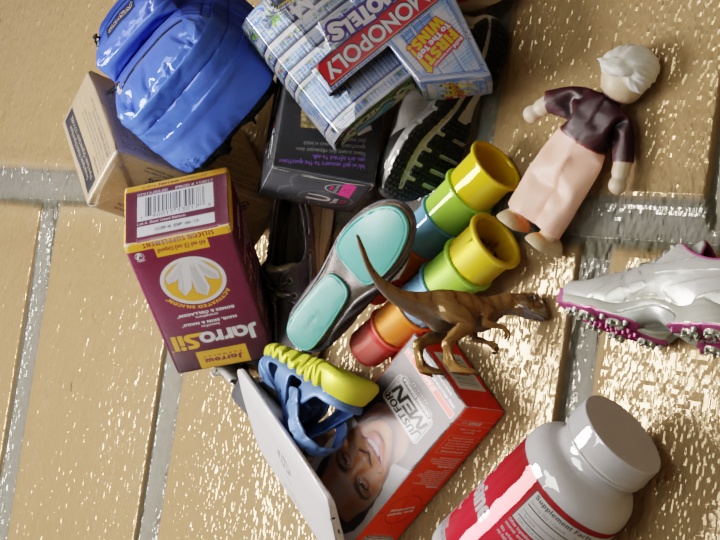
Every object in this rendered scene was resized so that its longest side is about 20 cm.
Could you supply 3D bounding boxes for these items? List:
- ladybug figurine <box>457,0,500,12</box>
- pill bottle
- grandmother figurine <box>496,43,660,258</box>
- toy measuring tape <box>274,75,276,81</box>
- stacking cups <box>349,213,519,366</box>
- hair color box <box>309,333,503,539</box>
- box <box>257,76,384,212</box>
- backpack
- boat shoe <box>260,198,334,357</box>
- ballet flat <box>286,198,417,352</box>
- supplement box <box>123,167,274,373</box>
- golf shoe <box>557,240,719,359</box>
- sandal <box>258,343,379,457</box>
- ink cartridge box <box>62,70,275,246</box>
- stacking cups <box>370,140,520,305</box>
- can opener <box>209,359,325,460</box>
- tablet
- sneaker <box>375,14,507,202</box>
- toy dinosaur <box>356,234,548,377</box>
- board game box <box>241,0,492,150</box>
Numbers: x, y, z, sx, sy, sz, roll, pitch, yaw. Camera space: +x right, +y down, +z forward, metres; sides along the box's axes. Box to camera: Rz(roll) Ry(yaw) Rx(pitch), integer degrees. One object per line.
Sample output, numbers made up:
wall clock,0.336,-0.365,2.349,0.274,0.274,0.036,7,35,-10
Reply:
ladybug figurine,0.091,-0.323,1.618,0.199,0.072,0.137,5,77,45
pill bottle,0.161,0.204,1.425,0.200,0.112,0.113,-49,52,25
grandmother figurine,0.199,-0.118,1.495,0.121,0.061,0.201,37,106,13
toy measuring tape,-0.076,-0.161,1.757,0.074,0.073,0.200,-53,51,23
stacking cups,0.067,0.029,1.583,0.200,0.060,0.061,-44,54,33
hair color box,0.037,0.167,1.587,0.200,0.061,0.102,-53,51,23
box,-0.031,-0.173,1.645,0.122,0.105,0.202,134,146,-76
backpack,-0.178,-0.198,1.648,0.163,0.167,0.200,-50,23,19
boat shoe,-0.072,0.002,1.721,0.072,0.065,0.202,3,85,41
ballet flat,0.000,0.000,1.586,0.200,0.073,0.073,-51,51,32
supplement box,-0.162,0.003,1.692,0.109,0.201,0.086,-11,46,5
golf shoe,0.259,0.019,1.407,0.199,0.075,0.092,8,72,42
sandal,-0.056,0.125,1.615,0.088,0.079,0.200,-68,21,-2
ink cartridge box,-0.203,-0.112,1.758,0.075,0.199,0.165,-57,34,22
stacking cups,0.071,-0.036,1.604,0.200,0.060,0.061,-48,53,31
can opener,-0.104,0.122,1.737,0.200,0.052,0.067,47,115,38
tablet,-0.065,0.196,1.603,0.200,0.014,0.131,50,160,42
sneaker,0.069,-0.159,1.615,0.080,0.074,0.201,27,86,50
toy dinosaur,0.071,0.040,1.502,0.060,0.199,0.107,161,116,-65
board game box,0.022,-0.217,1.544,0.200,0.062,0.200,-39,78,-1
